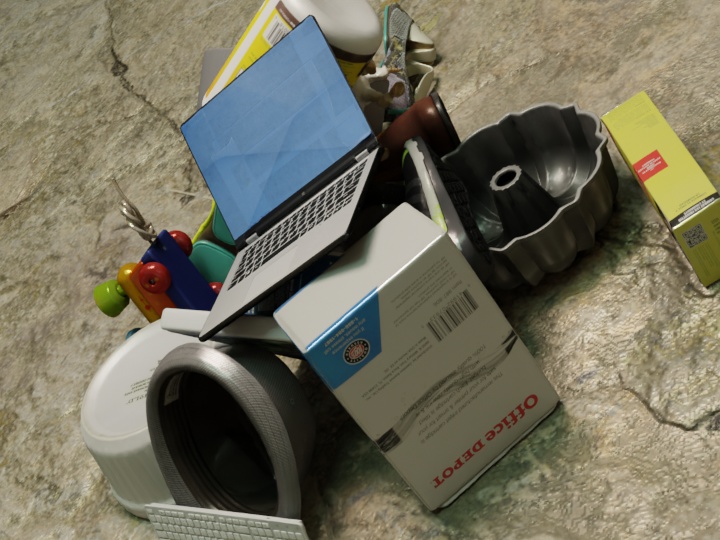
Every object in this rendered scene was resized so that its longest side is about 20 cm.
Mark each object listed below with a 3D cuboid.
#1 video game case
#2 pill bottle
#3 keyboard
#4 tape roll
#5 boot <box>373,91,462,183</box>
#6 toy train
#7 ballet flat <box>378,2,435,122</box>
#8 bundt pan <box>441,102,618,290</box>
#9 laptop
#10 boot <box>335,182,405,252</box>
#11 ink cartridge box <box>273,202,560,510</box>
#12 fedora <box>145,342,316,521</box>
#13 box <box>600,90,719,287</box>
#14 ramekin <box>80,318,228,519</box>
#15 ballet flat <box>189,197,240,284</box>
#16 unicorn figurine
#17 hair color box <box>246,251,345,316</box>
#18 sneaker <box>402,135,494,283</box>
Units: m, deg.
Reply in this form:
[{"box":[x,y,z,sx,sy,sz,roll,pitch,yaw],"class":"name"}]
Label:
[{"box":[-0.049,0.064,1.383,0.199,0.181,0.024,3,81,45],"class":"video game case"},{"box":[-0.072,-0.168,1.410,0.200,0.109,0.110,-52,23,30],"class":"pill bottle"},{"box":[-0.112,0.233,1.334,0.199,0.057,0.011,-2,21,43],"class":"keyboard"},{"box":[-0.071,-0.183,1.630,0.199,0.199,0.067,10,90,49],"class":"tape roll"},{"box":[-0.006,-0.103,1.543,0.199,0.069,0.188,-25,4,-11],"class":"boot"},{"box":[-0.232,0.006,1.598,0.115,0.201,0.085,-28,19,27],"class":"toy train"},{"box":[0.052,-0.236,1.766,0.072,0.072,0.201,-20,37,25],"class":"ballet flat"},{"box":[0.151,-0.060,1.427,0.201,0.076,0.203,-26,34,19],"class":"bundt pan"},{"box":[-0.086,-0.077,1.302,0.187,0.116,0.201,-35,21,35],"class":"laptop"},{"box":[0.000,0.000,1.491,0.200,0.069,0.133,135,137,-74],"class":"boot"},{"box":[0.048,0.072,1.249,0.144,0.200,0.084,-39,30,-5],"class":"ink cartridge box"},{"box":[-0.099,0.144,1.347,0.176,0.201,0.090,-10,15,44],"class":"fedora"},{"box":[0.270,-0.075,1.336,0.050,0.075,0.201,-30,34,10],"class":"box"},{"box":[-0.179,0.129,1.489,0.201,0.094,0.203,-25,34,18],"class":"ramekin"},{"box":[-0.138,-0.039,1.632,0.201,0.066,0.067,-62,-3,41],"class":"ballet flat"},{"box":[-0.008,-0.149,1.465,0.201,0.074,0.137,-56,20,-18],"class":"unicorn figurine"},{"box":[-0.041,0.020,1.380,0.200,0.099,0.061,172,106,-68],"class":"hair color box"},{"box":[0.053,-0.043,1.362,0.083,0.072,0.201,-35,35,15],"class":"sneaker"}]
